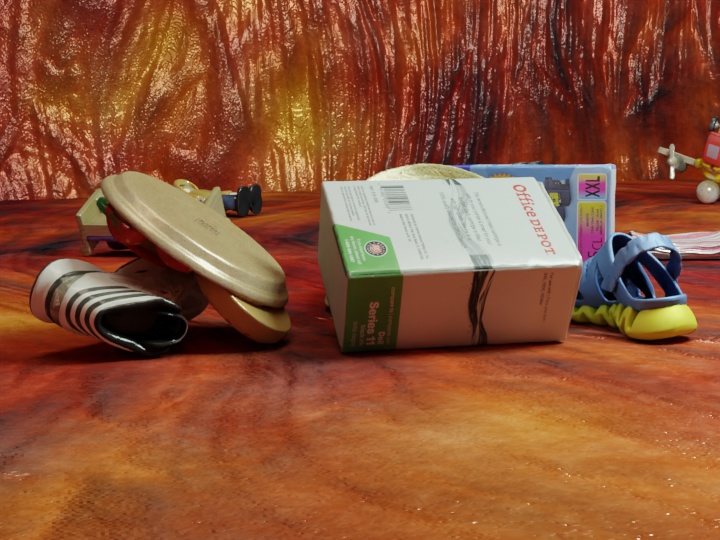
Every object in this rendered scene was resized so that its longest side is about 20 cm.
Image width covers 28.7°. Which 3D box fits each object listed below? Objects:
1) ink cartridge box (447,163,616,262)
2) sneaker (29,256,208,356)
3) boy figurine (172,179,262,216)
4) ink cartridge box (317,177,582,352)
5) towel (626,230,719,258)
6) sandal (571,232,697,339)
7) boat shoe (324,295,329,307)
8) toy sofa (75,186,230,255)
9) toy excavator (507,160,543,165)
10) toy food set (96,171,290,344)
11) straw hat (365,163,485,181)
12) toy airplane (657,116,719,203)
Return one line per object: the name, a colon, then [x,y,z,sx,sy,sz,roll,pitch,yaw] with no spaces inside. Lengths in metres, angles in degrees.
ink cartridge box: [0.156,-0.038,1.418,0.198,0.138,0.076,1,2,15]
sneaker: [-0.175,0.040,1.202,0.115,0.076,0.200,26,15,32]
boy figurine: [-0.277,-0.137,2.662,0.199,0.065,0.124,8,14,38]
ink cartridge box: [0.071,-0.008,1.196,0.198,0.084,0.147,-2,35,-10]
towel: [0.427,-0.039,1.847,0.145,0.030,0.200,1,7,8]
sandal: [0.232,0.007,1.251,0.079,0.088,0.200,-6,6,-22]
boat shoe: [0.000,0.000,1.429,0.071,0.066,0.200,1,7,1]
toy sofa: [-0.285,-0.054,1.947,0.198,0.098,0.083,1,31,15]
toy excavator: [0.185,-0.105,2.252,0.198,0.101,0.194,-12,-2,29]
toy food set: [-0.144,-0.019,1.228,0.199,0.049,0.198,31,10,-18]
straw hat: [0.077,-0.005,1.330,0.199,0.086,0.202,4,45,-4]
toy airplane: [0.689,-0.186,2.709,0.198,0.142,0.200,36,-16,-18]
